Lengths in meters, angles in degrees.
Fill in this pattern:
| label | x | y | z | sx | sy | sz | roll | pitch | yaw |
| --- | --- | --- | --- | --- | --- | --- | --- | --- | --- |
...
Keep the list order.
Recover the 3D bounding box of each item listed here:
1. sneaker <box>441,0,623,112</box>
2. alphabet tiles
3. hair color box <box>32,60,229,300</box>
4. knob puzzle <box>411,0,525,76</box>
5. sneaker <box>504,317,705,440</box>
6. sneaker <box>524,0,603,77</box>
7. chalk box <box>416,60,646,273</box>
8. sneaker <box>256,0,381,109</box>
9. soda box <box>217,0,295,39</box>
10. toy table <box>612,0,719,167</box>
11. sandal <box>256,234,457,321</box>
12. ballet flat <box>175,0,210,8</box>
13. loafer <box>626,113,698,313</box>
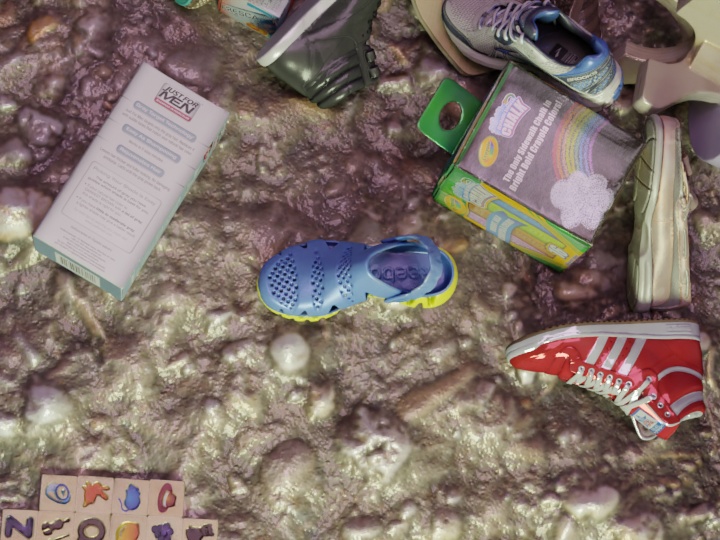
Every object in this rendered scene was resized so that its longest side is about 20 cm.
| label | x | y | z | sx | sy | sz | roll | pitch | yaw |
| --- | --- | --- | --- | --- | --- | --- | --- | --- | --- |
| sneaker | 0.163 | -0.231 | 1.593 | 0.199 | 0.085 | 0.077 | 27 | 74 | 23 |
| alphabet tiles | -0.232 | 0.273 | 1.518 | 0.198 | 0.006 | 0.168 | 4 | 76 | -8 |
| hair color box | -0.216 | -0.085 | 1.575 | 0.098 | 0.061 | 0.201 | 30 | 75 | -1 |
| knob puzzle | 0.125 | -0.292 | 1.685 | 0.218 | 0.030 | 0.222 | 2 | 86 | -23 |
| sneaker | 0.241 | 0.109 | 1.596 | 0.198 | 0.071 | 0.114 | -4 | 74 | -12 |
| sneaker | 0.210 | -0.246 | 1.676 | 0.070 | 0.075 | 0.202 | -1 | 81 | 34 |
| chalk box | 0.150 | -0.108 | 1.606 | 0.199 | 0.124 | 0.125 | 31 | 75 | 0 |
| sneaker | -0.001 | -0.242 | 1.629 | 0.200 | 0.071 | 0.099 | -45 | 108 | -4 |
| soda box | -0.068 | -0.335 | 1.654 | 0.068 | 0.064 | 0.201 | 27 | 75 | -2 |
| toy table | 0.332 | -0.213 | 1.638 | 0.116 | 0.184 | 0.201 | 23 | 49 | -18 |
| sandal | 0.000 | 0.000 | 1.577 | 0.198 | 0.087 | 0.080 | -8 | 80 | -9 |
| ballet flat | -0.198 | -0.348 | 1.646 | 0.065 | 0.070 | 0.201 | -28 | 85 | -40 |
| loafer | 0.297 | -0.055 | 1.609 | 0.062 | 0.072 | 0.202 | 0 | 113 | -5 |
